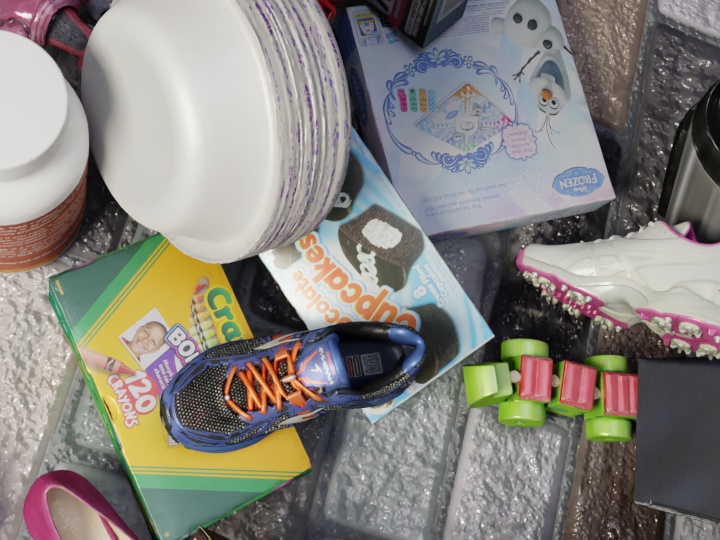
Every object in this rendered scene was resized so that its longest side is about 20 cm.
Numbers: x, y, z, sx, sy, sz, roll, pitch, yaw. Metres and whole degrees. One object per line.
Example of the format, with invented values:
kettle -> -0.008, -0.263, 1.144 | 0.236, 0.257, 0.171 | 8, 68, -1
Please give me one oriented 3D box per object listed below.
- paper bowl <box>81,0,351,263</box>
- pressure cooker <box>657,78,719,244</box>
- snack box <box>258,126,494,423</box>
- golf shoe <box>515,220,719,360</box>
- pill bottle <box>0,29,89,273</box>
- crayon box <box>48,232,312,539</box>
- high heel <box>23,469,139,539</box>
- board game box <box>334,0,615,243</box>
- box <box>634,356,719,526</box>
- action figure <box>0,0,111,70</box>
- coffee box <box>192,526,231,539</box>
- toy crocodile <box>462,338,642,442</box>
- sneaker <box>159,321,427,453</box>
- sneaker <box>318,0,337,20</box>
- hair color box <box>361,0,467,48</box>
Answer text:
paper bowl -> -0.106, -0.104, 0.668 | 0.103, 0.200, 0.203 | -19, 81, -38
pressure cooker -> 0.339, -0.047, 0.851 | 0.173, 0.201, 0.181 | 1, 52, 4
snack box -> 0.000, 0.000, 0.792 | 0.115, 0.037, 0.201 | -35, 88, 4
golf shoe -> 0.215, 0.001, 0.809 | 0.075, 0.198, 0.092 | 39, 75, -47
pill bottle -> -0.234, -0.074, 0.675 | 0.110, 0.200, 0.114 | 4, 75, -16
crayon box -> -0.131, 0.079, 0.743 | 0.118, 0.058, 0.202 | -23, 84, -22
high heel -> -0.148, 0.215, 0.683 | 0.067, 0.096, 0.201 | -35, 88, -21
board game box -> 0.097, -0.133, 0.874 | 0.197, 0.043, 0.202 | -11, 78, -19
box -> 0.344, 0.128, 0.773 | 0.197, 0.198, 0.126 | 4, 86, -28
action figure -> -0.256, -0.212, 0.740 | 0.198, 0.149, 0.135 | 29, 63, 7
coffee box -> -0.095, 0.285, 0.656 | 0.112, 0.080, 0.202 | 31, 83, -23
toy crocodile -> 0.172, 0.096, 0.829 | 0.197, 0.062, 0.069 | 11, 73, -15
sneaker -> -0.041, 0.068, 0.701 | 0.197, 0.078, 0.076 | -16, 80, -24
sneaker -> -0.048, -0.192, 0.757 | 0.077, 0.115, 0.203 | 19, 61, -25
hair color box -> 0.003, -0.282, 0.825 | 0.199, 0.099, 0.061 | 41, 60, 13
